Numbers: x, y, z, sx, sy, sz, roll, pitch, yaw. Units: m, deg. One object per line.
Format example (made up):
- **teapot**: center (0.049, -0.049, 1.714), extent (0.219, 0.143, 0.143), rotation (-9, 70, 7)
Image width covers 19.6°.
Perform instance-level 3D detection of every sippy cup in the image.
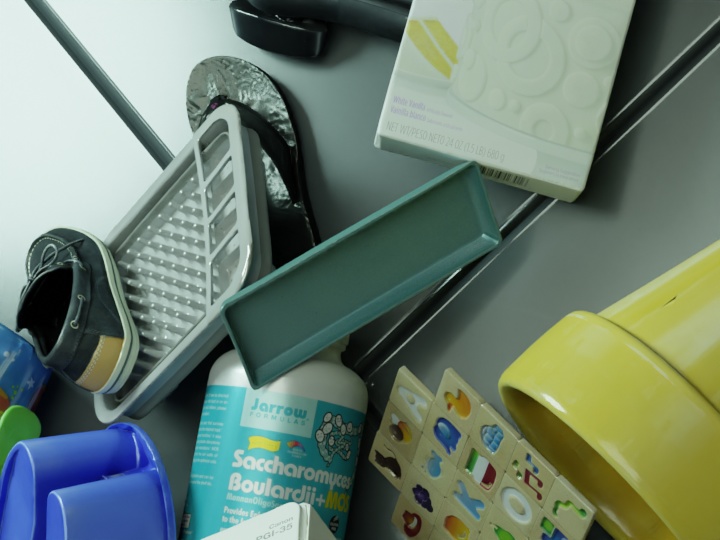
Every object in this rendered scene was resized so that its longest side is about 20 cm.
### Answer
- **sippy cup**: center (-0.295, 0.095, 1.508), extent (0.178, 0.140, 0.130), rotation (29, 79, 16)

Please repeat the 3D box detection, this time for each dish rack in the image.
- **dish rack**: center (-0.120, 0.001, 1.445), extent (0.200, 0.044, 0.172), rotation (-44, 39, 35)

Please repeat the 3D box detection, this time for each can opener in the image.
- **can opener**: center (0.000, -0.191, 1.492), extent (0.200, 0.079, 0.063), rotation (11, 46, 20)

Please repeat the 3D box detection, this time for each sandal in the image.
- **sandal**: center (-0.077, -0.072, 1.494), extent (0.075, 0.048, 0.200), rotation (-27, 70, 15)

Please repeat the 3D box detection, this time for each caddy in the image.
- **caddy**: center (-0.181, 0.200, 1.419), extent (0.141, 0.105, 0.200), rotation (46, 129, 51)

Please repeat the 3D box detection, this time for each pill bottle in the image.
- **pill bottle**: center (-0.057, 0.125, 1.407), extent (0.111, 0.111, 0.200), rotation (6, 81, 23)

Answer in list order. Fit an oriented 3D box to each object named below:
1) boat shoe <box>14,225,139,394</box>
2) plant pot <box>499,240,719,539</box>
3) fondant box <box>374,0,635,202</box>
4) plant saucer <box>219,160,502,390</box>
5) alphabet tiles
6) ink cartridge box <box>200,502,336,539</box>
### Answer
- **boat shoe**: center (-0.211, 0.019, 1.479), extent (0.075, 0.062, 0.200), rotation (-60, 30, 16)
- **plant pot**: center (0.218, 0.077, 1.264), extent (0.189, 0.201, 0.201), rotation (-41, 66, -8)
- **fondant box**: center (0.104, -0.162, 1.409), extent (0.144, 0.058, 0.200), rotation (15, 83, 1)
- **plant saucer**: center (0.000, 0.000, 1.365), extent (0.200, 0.070, 0.019), rotation (-30, 34, -15)
- **alphabet tiles**: center (0.082, 0.157, 1.337), extent (0.006, 0.166, 0.200), rotation (-29, 61, -34)
- **ink cartridge box**: center (-0.049, 0.263, 1.325), extent (0.146, 0.200, 0.083), rotation (-25, 29, 16)
